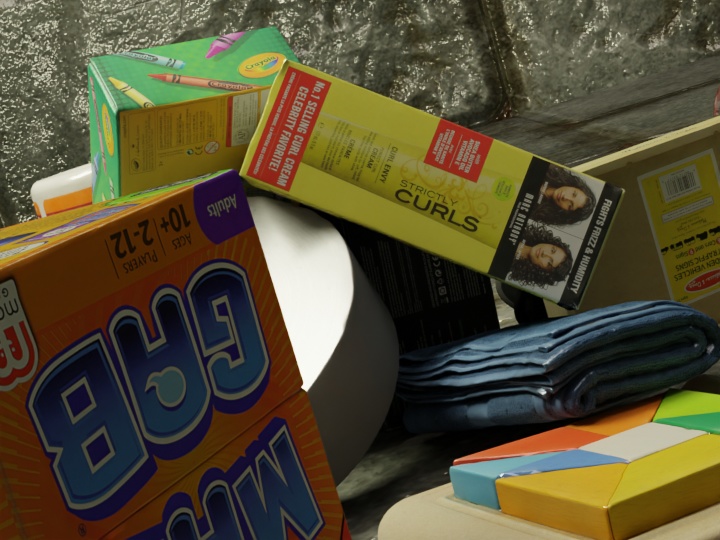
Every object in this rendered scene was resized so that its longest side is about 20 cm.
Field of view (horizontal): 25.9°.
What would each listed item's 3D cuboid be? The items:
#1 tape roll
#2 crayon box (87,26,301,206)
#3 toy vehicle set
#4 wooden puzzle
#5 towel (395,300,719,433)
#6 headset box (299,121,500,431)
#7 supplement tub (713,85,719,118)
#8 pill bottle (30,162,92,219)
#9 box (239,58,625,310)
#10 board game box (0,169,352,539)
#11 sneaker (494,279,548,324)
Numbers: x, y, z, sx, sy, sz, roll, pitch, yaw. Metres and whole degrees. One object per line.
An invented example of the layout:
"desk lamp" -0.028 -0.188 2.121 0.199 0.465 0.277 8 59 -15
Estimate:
"tape roll" -0.082 0.054 0.869 0.200 0.066 0.201 -17 45 17
"crayon box" -0.101 -0.043 0.963 0.118 0.200 0.058 -13 45 -22
"toy vehicle set" 0.200 -0.021 0.959 0.200 0.125 0.027 -19 9 -19
"wooden puzzle" 0.126 0.089 0.694 0.200 0.037 0.185 -21 10 -24
"towel" 0.099 0.050 0.846 0.111 0.049 0.200 -14 -3 -24
"headset box" 0.000 0.000 1.028 0.093 0.175 0.200 -14 8 -21
"supplement tub" 0.413 -0.147 1.434 0.107 0.107 0.200 -19 9 -13
"pill bottle" -0.173 0.013 1.207 0.109 0.201 0.110 -17 8 3
"box" 0.039 -0.047 0.866 0.200 0.075 0.050 23 0 5
"board game box" -0.149 0.094 0.635 0.200 0.200 0.200 -12 9 27
"sneaker" 0.135 0.010 1.069 0.082 0.071 0.200 -13 10 -16
